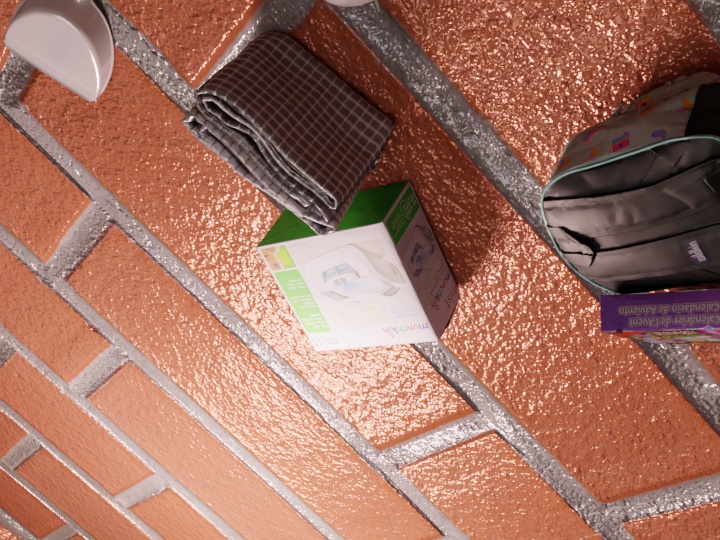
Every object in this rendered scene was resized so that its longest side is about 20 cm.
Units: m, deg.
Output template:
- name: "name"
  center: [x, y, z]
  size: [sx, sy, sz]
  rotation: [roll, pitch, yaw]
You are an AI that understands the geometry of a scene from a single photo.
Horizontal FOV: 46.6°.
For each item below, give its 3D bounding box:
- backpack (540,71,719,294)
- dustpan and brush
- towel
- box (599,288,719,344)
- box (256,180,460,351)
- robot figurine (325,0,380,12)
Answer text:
- name: "backpack"
  center: [0.276, -0.072, 0.779]
  size: [0.198, 0.155, 0.176]
  rotation: [-20, 123, 39]
- name: "dustpan and brush"
  center: [-0.351, -0.314, 1.026]
  size: [0.138, 0.058, 0.200]
  rotation: [32, 145, -15]
- name: "towel"
  center: [-0.070, -0.155, 0.909]
  size: [0.199, 0.166, 0.086]
  rotation: [39, 131, -6]
- name: "box"
  center: [0.338, 0.049, 0.843]
  size: [0.135, 0.040, 0.198]
  rotation: [-6, 169, 34]
- name: "box"
  center: [0.000, 0.000, 1.056]
  size: [0.197, 0.097, 0.179]
  rotation: [-8, 122, 34]
- name: "robot figurine"
  center: [-0.026, -0.329, 0.762]
  size: [0.201, 0.113, 0.169]
  rotation: [50, 173, -17]
